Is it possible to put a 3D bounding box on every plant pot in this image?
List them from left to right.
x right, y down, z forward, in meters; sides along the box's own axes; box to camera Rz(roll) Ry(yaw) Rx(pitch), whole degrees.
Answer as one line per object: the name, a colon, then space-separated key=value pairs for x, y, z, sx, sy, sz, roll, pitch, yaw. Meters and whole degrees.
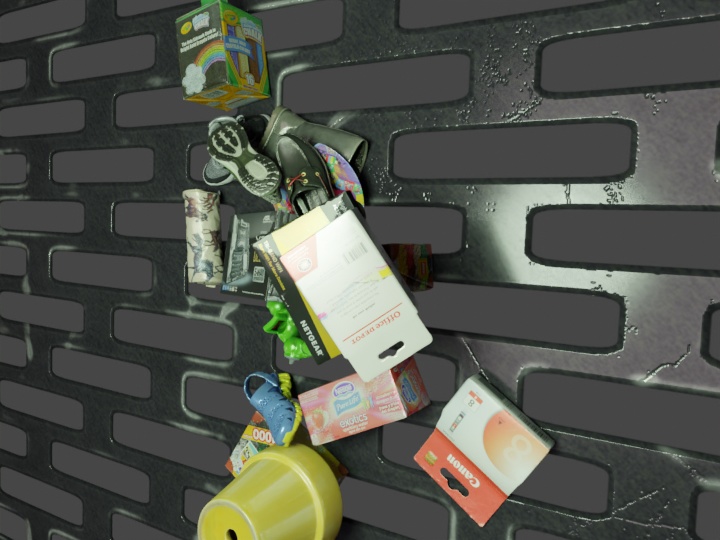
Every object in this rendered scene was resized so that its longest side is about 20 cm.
plant pot: x=-0.159 y=0.412 z=1.003 sx=0.199 sy=0.188 sz=0.203 roll=1 pitch=93 yaw=29

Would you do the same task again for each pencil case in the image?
pencil case: x=-0.319 y=-0.064 z=1.230 sx=0.077 sy=0.089 sz=0.202 roll=-4 pitch=91 yaw=2

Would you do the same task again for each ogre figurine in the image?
ogre figurine: x=-0.111 y=0.079 z=1.102 sx=0.120 sy=0.098 sz=0.201 roll=-37 pitch=78 yaw=20

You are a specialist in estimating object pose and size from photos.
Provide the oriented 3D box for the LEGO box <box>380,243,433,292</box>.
LEGO box: x=0.000 y=0.000 z=0.994 sx=0.198 sy=0.149 sz=0.078 roll=-3 pitch=91 yaw=30

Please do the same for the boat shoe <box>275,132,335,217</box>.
boat shoe: x=-0.089 y=-0.141 z=1.009 sx=0.073 sy=0.063 sz=0.203 roll=-25 pitch=90 yaw=19

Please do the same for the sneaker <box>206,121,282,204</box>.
sneaker: x=-0.202 y=-0.181 z=1.056 sx=0.077 sy=0.089 sz=0.200 roll=-36 pitch=62 yaw=-9

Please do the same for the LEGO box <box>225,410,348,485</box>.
LEGO box: x=-0.143 y=0.380 z=1.146 sx=0.200 sy=0.077 sz=0.150 roll=39 pitch=110 yaw=23

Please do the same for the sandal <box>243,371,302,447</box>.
sandal: x=-0.164 y=0.246 z=1.089 sx=0.080 sy=0.087 sz=0.200 roll=-63 pitch=25 yaw=8

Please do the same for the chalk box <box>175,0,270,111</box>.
chalk box: x=-0.266 y=-0.430 z=1.156 sx=0.124 sy=0.124 sz=0.202 roll=-6 pitch=88 yaw=31

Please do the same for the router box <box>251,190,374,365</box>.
router box: x=-0.038 y=0.011 z=0.859 sx=0.156 sy=0.052 sz=0.201 roll=-28 pitch=95 yaw=10

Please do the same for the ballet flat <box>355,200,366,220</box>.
ballet flat: x=-0.052 y=-0.015 z=0.901 sx=0.067 sy=0.046 sz=0.201 roll=36 pitch=108 yaw=23

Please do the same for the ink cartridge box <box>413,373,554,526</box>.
ink cartridge box: x=0.186 y=0.293 z=0.965 sx=0.162 sy=0.050 sz=0.201 roll=41 pitch=108 yaw=23

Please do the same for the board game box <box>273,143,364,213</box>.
board game box: x=-0.089 y=-0.125 z=1.070 sx=0.199 sy=0.039 sz=0.159 roll=-20 pitch=107 yaw=37

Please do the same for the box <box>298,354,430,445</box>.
box: x=0.005 y=0.224 z=1.038 sx=0.199 sy=0.102 sz=0.095 roll=-26 pitch=80 yaw=30

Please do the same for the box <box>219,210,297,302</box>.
box: x=-0.191 y=-0.026 z=1.119 sx=0.199 sy=0.049 sz=0.159 roll=4 pitch=87 yaw=54

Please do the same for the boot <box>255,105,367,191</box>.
boot: x=-0.097 y=-0.194 z=1.106 sx=0.199 sy=0.072 sz=0.183 roll=30 pitch=114 yaw=16

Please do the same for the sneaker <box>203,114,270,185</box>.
sneaker: x=-0.266 y=-0.240 z=1.168 sx=0.199 sy=0.114 sz=0.076 roll=-35 pitch=75 yaw=27

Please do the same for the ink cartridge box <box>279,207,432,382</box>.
ink cartridge box: x=-0.001 y=0.032 z=0.797 sx=0.116 sy=0.068 sz=0.201 roll=-32 pitch=93 yaw=10
